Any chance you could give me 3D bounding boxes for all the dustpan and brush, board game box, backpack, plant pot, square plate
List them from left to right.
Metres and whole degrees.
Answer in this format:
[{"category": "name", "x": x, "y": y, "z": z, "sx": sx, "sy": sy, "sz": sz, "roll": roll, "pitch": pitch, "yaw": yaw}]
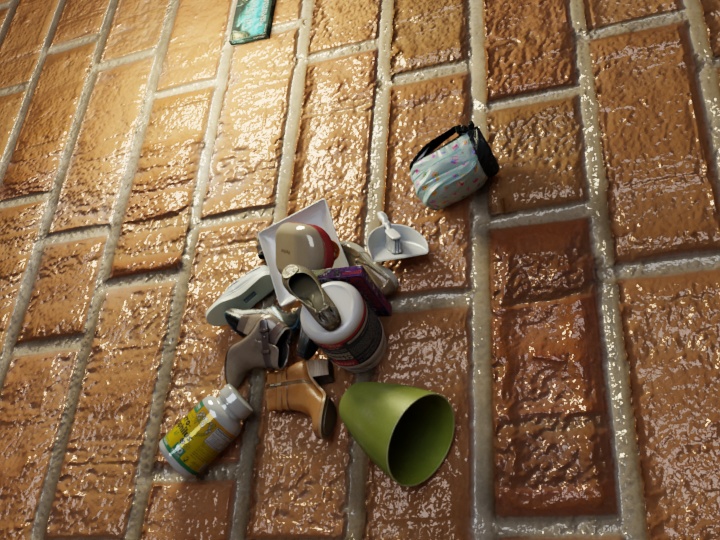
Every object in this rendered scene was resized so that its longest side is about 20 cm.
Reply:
[{"category": "board game box", "x": -0.339, "y": -0.803, "z": 2.421, "sx": 0.134, "sy": 0.028, "sz": 0.202, "roll": -6, "pitch": 59, "yaw": 19}, {"category": "square plate", "x": -0.133, "y": -0.041, "z": 1.819, "sx": 0.197, "sy": 0.028, "sz": 0.202, "roll": -25, "pitch": 71, "yaw": 17}, {"category": "board game box", "x": -0.017, "y": 0.051, "z": 1.678, "sx": 0.119, "sy": 0.200, "sz": 0.033, "roll": -9, "pitch": 59, "yaw": 18}, {"category": "plant pot", "x": 0.054, "y": 0.302, "z": 1.532, "sx": 0.199, "sy": 0.187, "sz": 0.188, "roll": 19, "pitch": 69, "yaw": 46}, {"category": "dustpan and brush", "x": 0.069, "y": -0.088, "z": 1.801, "sx": 0.138, "sy": 0.058, "sz": 0.200, "roll": -9, "pitch": 22, "yaw": -9}, {"category": "backpack", "x": 0.213, "y": -0.233, "z": 1.779, "sx": 0.199, "sy": 0.167, "sz": 0.127, "roll": -27, "pitch": 59, "yaw": 14}]

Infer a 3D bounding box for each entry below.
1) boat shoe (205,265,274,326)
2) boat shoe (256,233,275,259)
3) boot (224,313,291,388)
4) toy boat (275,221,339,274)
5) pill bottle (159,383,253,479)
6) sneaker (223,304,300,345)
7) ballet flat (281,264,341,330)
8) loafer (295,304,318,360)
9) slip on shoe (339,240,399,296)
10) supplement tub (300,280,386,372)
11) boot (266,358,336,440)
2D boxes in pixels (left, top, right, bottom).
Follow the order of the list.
[{"category": "boat shoe", "x": -0.296, "y": 0.060, "z": 1.881, "sx": 0.200, "sy": 0.070, "sz": 0.072, "roll": -35, "pitch": 34, "yaw": 2}, {"category": "boat shoe", "x": -0.171, "y": -0.058, "z": 1.894, "sx": 0.198, "sy": 0.074, "sz": 0.074, "roll": -5, "pitch": 69, "yaw": 30}, {"category": "boot", "x": -0.229, "y": 0.193, "z": 1.726, "sx": 0.145, "sy": 0.070, "sz": 0.202, "roll": 17, "pitch": 101, "yaw": 35}, {"category": "toy boat", "x": -0.106, "y": -0.043, "z": 1.729, "sx": 0.200, "sy": 0.130, "sz": 0.132, "roll": 13, "pitch": 104, "yaw": 62}, {"category": "pill bottle", "x": -0.337, "y": 0.351, "z": 1.691, "sx": 0.200, "sy": 0.113, "sz": 0.113, "roll": -43, "pitch": 54, "yaw": -5}, {"category": "sneaker", "x": -0.232, "y": 0.121, "z": 1.819, "sx": 0.198, "sy": 0.074, "sz": 0.082, "roll": 14, "pitch": 51, "yaw": 23}, {"category": "ballet flat", "x": -0.106, "y": 0.047, "z": 1.564, "sx": 0.067, "sy": 0.046, "sz": 0.200, "roll": -39, "pitch": 52, "yaw": -3}, {"category": "loafer", "x": -0.112, "y": 0.103, "z": 1.731, "sx": 0.072, "sy": 0.073, "sz": 0.202, "roll": 9, "pitch": 70, "yaw": 22}, {"category": "slip on shoe", "x": 0.000, "y": 0.000, "z": 1.776, "sx": 0.199, "sy": 0.076, "sz": 0.060, "roll": 36, "pitch": 58, "yaw": 28}, {"category": "supplement tub", "x": -0.031, "y": 0.125, "z": 1.640, "sx": 0.139, "sy": 0.200, "sz": 0.142, "roll": -11, "pitch": 58, "yaw": 17}, {"category": "boot", "x": -0.135, "y": 0.287, "z": 1.664, "sx": 0.154, "sy": 0.077, "sz": 0.202, "roll": -14, "pitch": 54, "yaw": 13}]
